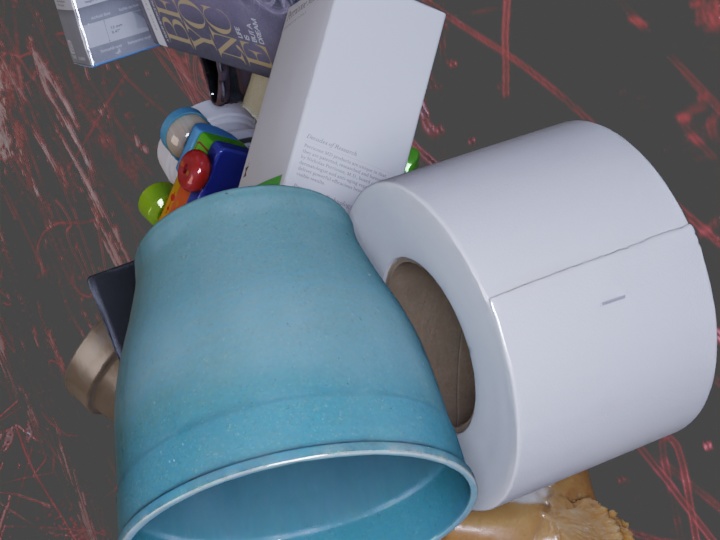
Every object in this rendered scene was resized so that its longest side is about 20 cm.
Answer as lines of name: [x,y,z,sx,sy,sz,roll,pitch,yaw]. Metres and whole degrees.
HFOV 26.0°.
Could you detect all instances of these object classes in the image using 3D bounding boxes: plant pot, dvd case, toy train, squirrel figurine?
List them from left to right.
toy train: [-0.153,-0.030,1.297,0.116,0.084,0.201,46,117,48]
plant pot: [-0.195,0.122,1.712,0.174,0.200,0.200,46,153,15]
dvd case: [-0.114,-0.216,1.177,0.200,0.016,0.149,22,144,39]
plant pot: [-0.053,0.063,0.890,0.200,0.199,0.189,106,154,-58]
squirrel figurine: [0.096,0.198,1.044,0.200,0.141,0.187,35,139,18]

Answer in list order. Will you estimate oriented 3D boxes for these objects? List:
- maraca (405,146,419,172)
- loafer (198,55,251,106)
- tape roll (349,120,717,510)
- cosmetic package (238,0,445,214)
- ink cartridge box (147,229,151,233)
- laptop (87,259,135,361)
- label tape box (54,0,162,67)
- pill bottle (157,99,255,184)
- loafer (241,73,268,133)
maraca: [0.000,0.000,1.160,0.107,0.137,0.201,24,124,0]
loafer: [-0.126,-0.202,1.288,0.072,0.063,0.200,63,-178,35]
tape roll: [0.096,0.025,0.929,0.203,0.139,0.203,47,147,45]
cosmetic package: [-0.020,-0.087,1.055,0.108,0.085,0.201,-18,56,65]
ink cartridge box: [-0.097,0.056,1.172,0.200,0.068,0.116,-125,24,-51]
laptop: [-0.143,0.070,1.488,0.200,0.115,0.188,0,-112,-79]
label tape box: [-0.209,-0.297,1.382,0.066,0.143,0.201,25,132,62]
pill bottle: [-0.096,-0.052,1.373,0.200,0.115,0.116,57,156,31]
loafer: [-0.060,-0.145,1.261,0.076,0.068,0.201,45,149,46]
